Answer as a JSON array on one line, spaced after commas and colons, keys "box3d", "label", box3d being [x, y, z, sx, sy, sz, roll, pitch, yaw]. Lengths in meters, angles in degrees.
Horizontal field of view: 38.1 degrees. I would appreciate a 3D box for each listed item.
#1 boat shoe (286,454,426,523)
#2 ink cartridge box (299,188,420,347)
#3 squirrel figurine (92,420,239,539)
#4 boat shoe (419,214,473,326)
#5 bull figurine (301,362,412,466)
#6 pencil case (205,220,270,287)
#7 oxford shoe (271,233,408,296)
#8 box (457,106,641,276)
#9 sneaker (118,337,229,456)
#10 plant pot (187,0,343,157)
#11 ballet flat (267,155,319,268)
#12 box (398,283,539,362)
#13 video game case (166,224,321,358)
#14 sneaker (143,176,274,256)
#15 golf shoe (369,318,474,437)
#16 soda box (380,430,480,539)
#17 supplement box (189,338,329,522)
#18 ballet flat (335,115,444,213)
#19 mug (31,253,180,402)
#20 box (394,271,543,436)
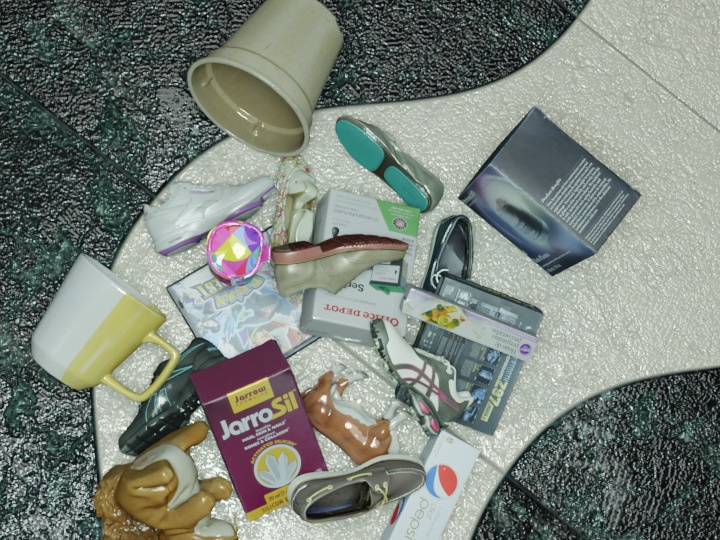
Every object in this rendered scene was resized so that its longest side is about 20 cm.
[{"box3d": [0.003, 0.301, 1.420, 0.199, 0.060, 0.072, -6, 113, -20], "label": "boat shoe"}, {"box3d": [0.000, 0.000, 1.522, 0.146, 0.084, 0.201, 11, 72, -14], "label": "ink cartridge box"}, {"box3d": [-0.262, 0.341, 1.428, 0.199, 0.142, 0.187, -25, 103, 15], "label": "squirrel figurine"}, {"box3d": [0.135, 0.015, 1.566, 0.075, 0.062, 0.201, 15, 80, -13], "label": "boat shoe"}, {"box3d": [0.003, 0.224, 1.498, 0.200, 0.065, 0.122, 35, 99, 3], "label": "bull figurine"}, {"box3d": [-0.170, -0.021, 1.432, 0.088, 0.200, 0.089, 0, 89, -9], "label": "pencil case"}, {"box3d": [-0.027, -0.007, 1.446, 0.199, 0.070, 0.075, -7, 103, -18], "label": "oxford shoe"}, {"box3d": [0.270, -0.109, 1.540, 0.198, 0.200, 0.123, 40, 77, 1], "label": "box"}, {"box3d": [-0.269, 0.180, 1.479, 0.200, 0.075, 0.079, -43, 60, -2], "label": "sneaker"}, {"box3d": [-0.121, -0.302, 1.532, 0.200, 0.200, 0.184, 31, 66, -2], "label": "plant pot"}, {"box3d": [-0.089, -0.088, 1.532, 0.075, 0.064, 0.201, 21, 62, -35], "label": "ballet flat"}, {"box3d": [0.152, 0.074, 1.470, 0.199, 0.041, 0.039, 22, 98, -7], "label": "box"}, {"box3d": [-0.154, 0.052, 1.536, 0.200, 0.026, 0.181, -31, 86, -12], "label": "video game case"}, {"box3d": [-0.223, -0.102, 1.522, 0.199, 0.075, 0.100, -26, 83, -6], "label": "sneaker"}, {"box3d": [0.081, 0.135, 1.463, 0.088, 0.077, 0.200, -32, 114, 0], "label": "golf shoe"}, {"box3d": [0.096, 0.334, 1.504, 0.068, 0.064, 0.200, 28, 78, -3], "label": "soda box"}, {"box3d": [-0.135, 0.218, 1.429, 0.131, 0.103, 0.201, -23, 114, -11], "label": "supplement box"}, {"box3d": [0.046, -0.170, 1.595, 0.200, 0.067, 0.064, 44, 50, 0], "label": "ballet flat"}, {"box3d": [-0.361, 0.089, 1.434, 0.186, 0.149, 0.153, 35, 84, 35], "label": "mug"}, {"box3d": [0.157, 0.122, 1.525, 0.157, 0.051, 0.201, 20, 100, -4], "label": "box"}]
